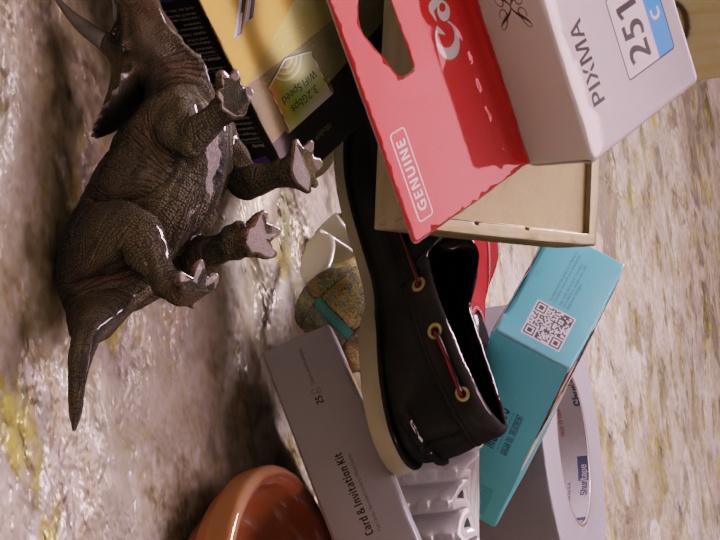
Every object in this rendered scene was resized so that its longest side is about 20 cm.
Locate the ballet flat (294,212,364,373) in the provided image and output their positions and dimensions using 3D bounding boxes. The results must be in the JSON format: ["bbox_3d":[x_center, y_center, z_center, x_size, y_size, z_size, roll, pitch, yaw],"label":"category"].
[{"bbox_3d":[0.000,0.000,1.317,0.200,0.070,0.071,-69,149,-75],"label":"ballet flat"}]

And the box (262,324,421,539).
[{"bbox_3d":[0.016,0.148,1.229,0.201,0.041,0.156,70,-3,-49],"label":"box"}]

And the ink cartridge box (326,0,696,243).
[{"bbox_3d":[0.060,-0.138,1.091,0.176,0.045,0.201,-36,113,-40],"label":"ink cartridge box"}]

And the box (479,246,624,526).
[{"bbox_3d":[0.095,0.066,1.453,0.083,0.049,0.200,-58,172,-32],"label":"box"}]

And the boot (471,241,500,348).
[{"bbox_3d":[0.045,-0.023,1.483,0.201,0.072,0.145,71,20,-47],"label":"boot"}]

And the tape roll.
[{"bbox_3d":[0.113,0.122,1.661,0.200,0.066,0.202,-8,90,-76],"label":"tape roll"}]

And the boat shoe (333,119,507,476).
[{"bbox_3d":[0.028,-0.003,1.176,0.074,0.063,0.203,45,31,-56],"label":"boat shoe"}]

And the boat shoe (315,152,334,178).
[{"bbox_3d":[-0.045,-0.143,1.204,0.063,0.071,0.201,-76,156,-62],"label":"boat shoe"}]

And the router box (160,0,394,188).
[{"bbox_3d":[-0.020,-0.156,1.119,0.200,0.052,0.158,-45,120,-34],"label":"router box"}]

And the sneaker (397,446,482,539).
[{"bbox_3d":[0.038,0.107,1.398,0.081,0.074,0.202,-73,163,-76],"label":"sneaker"}]

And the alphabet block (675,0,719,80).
[{"bbox_3d":[0.168,-0.257,1.788,0.196,0.198,0.198,59,28,-55],"label":"alphabet block"}]

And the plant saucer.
[{"bbox_3d":[-0.044,0.189,1.113,0.200,0.037,0.202,-8,90,-74],"label":"plant saucer"}]

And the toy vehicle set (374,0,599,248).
[{"bbox_3d":[0.063,-0.114,1.143,0.124,0.026,0.202,6,85,-44],"label":"toy vehicle set"}]

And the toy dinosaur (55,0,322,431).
[{"bbox_3d":[-0.081,-0.023,0.987,0.077,0.102,0.201,27,67,-41],"label":"toy dinosaur"}]
